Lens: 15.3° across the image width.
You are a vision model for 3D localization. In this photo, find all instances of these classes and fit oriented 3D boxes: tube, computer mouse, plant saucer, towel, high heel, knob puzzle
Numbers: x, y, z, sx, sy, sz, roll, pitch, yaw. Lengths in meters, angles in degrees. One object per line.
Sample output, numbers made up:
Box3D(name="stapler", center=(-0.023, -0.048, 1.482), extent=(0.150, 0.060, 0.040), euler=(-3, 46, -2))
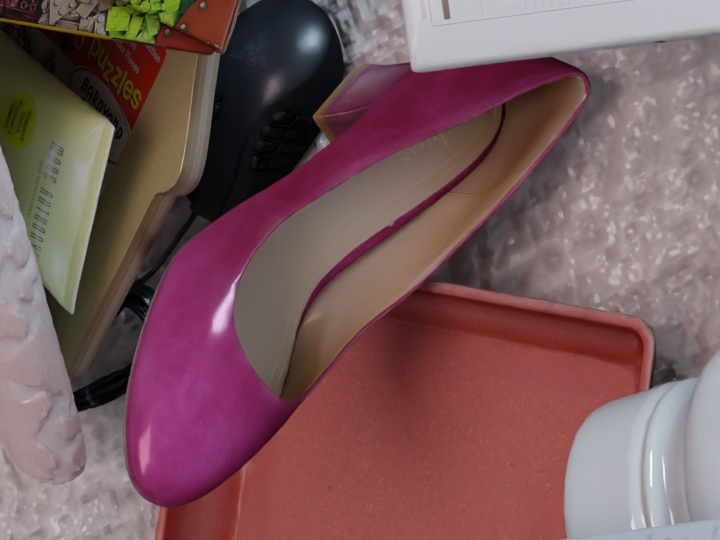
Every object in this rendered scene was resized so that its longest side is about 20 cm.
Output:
Box3D(name="tube", center=(-0.149, -0.068, 1.022), extent=(0.052, 0.058, 0.200), euler=(-39, 48, -9))
Box3D(name="computer mouse", center=(-0.072, -0.022, 1.020), extent=(0.059, 0.034, 0.200), euler=(46, 114, 28))
Box3D(name="plant saucer", center=(0.014, 0.101, 0.949), extent=(0.200, 0.037, 0.200), euler=(10, 94, 36))
Box3D(name="towel", center=(-0.173, -0.039, 1.002), extent=(0.191, 0.032, 0.200), euler=(36, 148, 48))
Box3D(name="high heel", center=(0.000, 0.000, 0.896), extent=(0.096, 0.200, 0.067), euler=(0, 131, 43))
Box3D(name="knob puzzle", center=(-0.098, -0.091, 1.020), extent=(0.219, 0.030, 0.220), euler=(-10, 78, 52))

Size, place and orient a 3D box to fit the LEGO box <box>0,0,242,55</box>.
Box3D(name="LEGO box", center=(-0.146, -0.152, 0.945), extent=(0.200, 0.149, 0.077), euler=(36, 113, 48))

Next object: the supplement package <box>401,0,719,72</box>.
Box3D(name="supplement package", center=(0.115, -0.128, 0.793), extent=(0.199, 0.110, 0.114), euler=(-5, 98, 17))

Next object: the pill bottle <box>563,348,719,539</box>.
Box3D(name="pill bottle", center=(0.167, 0.060, 0.790), extent=(0.200, 0.113, 0.113), euler=(-19, 77, 35))

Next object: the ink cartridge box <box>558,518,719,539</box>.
Box3D(name="ink cartridge box", center=(0.104, 0.150, 0.796), extent=(0.200, 0.200, 0.041), euler=(-12, 42, 33))
